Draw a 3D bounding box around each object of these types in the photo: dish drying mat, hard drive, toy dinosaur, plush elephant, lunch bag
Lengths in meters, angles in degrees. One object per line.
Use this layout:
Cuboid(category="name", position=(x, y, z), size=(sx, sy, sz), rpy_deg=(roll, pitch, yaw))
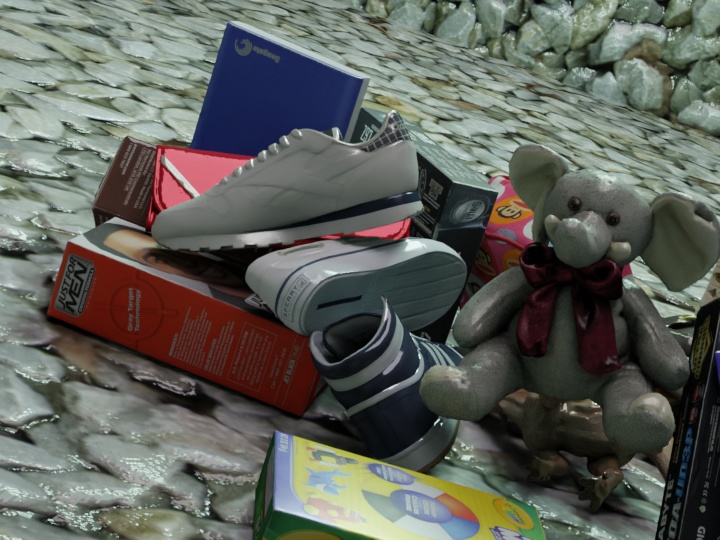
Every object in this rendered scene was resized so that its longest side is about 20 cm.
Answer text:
Cuboid(category="dish drying mat", position=(-0.059, -0.051, 1.317), size=(0.199, 0.018, 0.077), rpy_deg=(6, 59, -4))
Cuboid(category="hard drive", position=(-0.081, -0.088, 1.441), size=(0.131, 0.201, 0.025), rpy_deg=(25, 17, 21))
Cuboid(category="toy dinosaur", position=(0.168, 0.108, 1.286), size=(0.199, 0.086, 0.136), rpy_deg=(23, 15, 11))
Cuboid(category="plush elephant", position=(0.148, 0.006, 1.155), size=(0.164, 0.156, 0.200), rpy_deg=(11, 25, 18))
Cuboid(category="lunch bag", position=(0.152, 0.027, 1.423), size=(0.082, 0.177, 0.200), rpy_deg=(-29, 30, -20))

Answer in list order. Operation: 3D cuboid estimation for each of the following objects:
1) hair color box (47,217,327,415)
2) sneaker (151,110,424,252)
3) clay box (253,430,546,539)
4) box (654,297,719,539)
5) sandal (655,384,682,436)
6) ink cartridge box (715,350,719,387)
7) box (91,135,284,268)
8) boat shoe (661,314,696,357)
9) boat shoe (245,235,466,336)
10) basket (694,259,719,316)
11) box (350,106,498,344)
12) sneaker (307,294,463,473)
Cuboid(category="hair color box", position=(-0.113, 0.030, 1.263), size=(0.199, 0.062, 0.102), rpy_deg=(20, 15, 7))
Cuboid(category="sneaker", position=(-0.056, -0.058, 1.252), size=(0.199, 0.081, 0.076), rpy_deg=(-11, 5, 5))
Cuboid(category="clay box", position=(0.037, 0.161, 1.024), size=(0.199, 0.048, 0.115), rpy_deg=(16, 16, -8))
Cuboid(category="box", position=(0.282, 0.133, 1.137), size=(0.158, 0.201, 0.046), rpy_deg=(16, -17, -9))
Cuboid(category="sandal", position=(0.259, 0.119, 1.402), size=(0.082, 0.055, 0.200), rpy_deg=(37, -6, -30))
Cuboid(category="ink cartridge box", position=(0.329, 0.143, 1.099), size=(0.197, 0.201, 0.043), rpy_deg=(-1, -14, -14))
Cuboid(category="box", position=(-0.104, -0.025, 1.367), size=(0.199, 0.075, 0.100), rpy_deg=(22, -22, 4))
Cuboid(category="boat shoe", position=(0.272, 0.065, 1.481), size=(0.071, 0.061, 0.201), rpy_deg=(31, -4, 4))
Cuboid(category="boat shoe", position=(0.000, 0.000, 1.250), size=(0.067, 0.074, 0.199), rpy_deg=(34, 19, 31))
Cuboid(category="basket", position=(0.423, 0.075, 1.563), size=(0.197, 0.162, 0.200), rpy_deg=(8, 17, -31))
Cuboid(category="box", position=(0.029, -0.030, 1.451), size=(0.043, 0.161, 0.200), rpy_deg=(11, 17, -27))
Cuboid(category="sneaker", position=(0.022, 0.062, 1.214), size=(0.109, 0.070, 0.200), rpy_deg=(57, 14, -11))
